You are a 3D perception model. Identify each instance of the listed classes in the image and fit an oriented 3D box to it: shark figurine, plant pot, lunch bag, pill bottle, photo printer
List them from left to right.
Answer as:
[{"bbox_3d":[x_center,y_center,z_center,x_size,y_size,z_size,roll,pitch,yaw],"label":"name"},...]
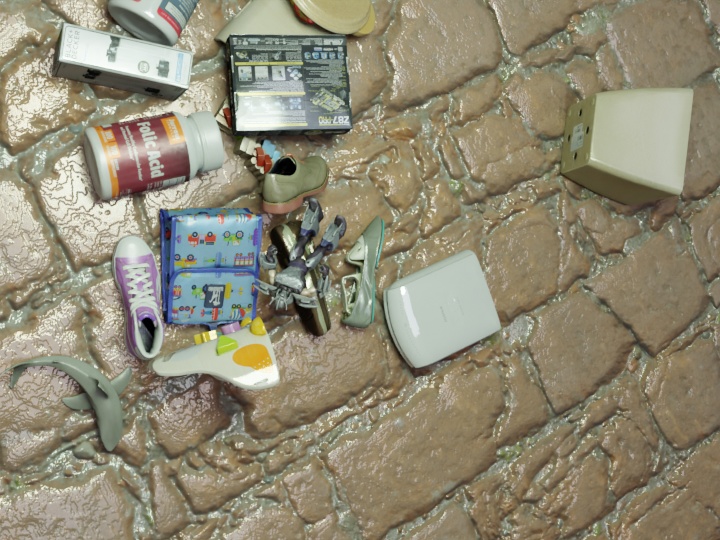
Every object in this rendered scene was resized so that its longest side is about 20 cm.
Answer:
[{"bbox_3d":[-0.433,0.174,1.448,0.214,0.089,0.128,39,74,-19],"label":"shark figurine"},{"bbox_3d":[-0.326,-0.187,1.479,0.199,0.114,0.115,-16,95,-22],"label":"pill bottle"},{"bbox_3d":[-0.304,-0.470,1.489,0.119,0.119,0.201,30,78,-19],"label":"pill bottle"},{"bbox_3d":[-0.248,0.002,1.537,0.150,0.094,0.201,-3,103,-24],"label":"lunch bag"},{"bbox_3d":[0.142,0.073,1.694,0.199,0.069,0.167,-23,98,-21],"label":"photo printer"},{"bbox_3d":[0.495,-0.247,1.787,0.176,0.200,0.201,9,86,-11],"label":"plant pot"}]

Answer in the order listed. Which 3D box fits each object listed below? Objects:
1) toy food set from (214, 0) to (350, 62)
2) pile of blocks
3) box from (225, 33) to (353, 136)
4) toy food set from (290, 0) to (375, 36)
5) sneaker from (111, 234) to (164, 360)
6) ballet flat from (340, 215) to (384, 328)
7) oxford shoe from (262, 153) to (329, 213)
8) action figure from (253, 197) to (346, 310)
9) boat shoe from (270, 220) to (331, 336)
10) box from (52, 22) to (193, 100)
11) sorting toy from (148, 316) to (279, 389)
[{"bbox_3d":[-0.132,-0.376,1.599,0.200,0.060,0.144,43,77,-9],"label":"toy food set"},{"bbox_3d":[-0.170,-0.208,1.572,0.082,0.062,0.200,-38,104,-18],"label":"pile of blocks"},{"bbox_3d":[-0.116,-0.306,1.542,0.199,0.049,0.162,-5,85,-17],"label":"box"},{"bbox_3d":[-0.061,-0.490,1.599,0.200,0.049,0.199,-20,84,-43],"label":"toy food set"},{"bbox_3d":[-0.341,0.041,1.472,0.072,0.114,0.202,-10,92,-21],"label":"sneaker"},{"bbox_3d":[0.000,0.000,1.640,0.063,0.067,0.201,8,86,-14],"label":"ballet flat"},{"bbox_3d":[-0.102,-0.161,1.545,0.070,0.200,0.075,6,117,17],"label":"oxford shoe"},{"bbox_3d":[-0.096,-0.016,1.523,0.130,0.069,0.200,24,60,5],"label":"action figure"},{"bbox_3d":[-0.082,0.009,1.602,0.075,0.075,0.203,-23,98,-27],"label":"boat shoe"},{"bbox_3d":[-0.373,-0.323,1.460,0.199,0.117,0.060,8,87,-21],"label":"box"},{"bbox_3d":[-0.240,0.140,1.471,0.179,0.200,0.107,-10,90,-18],"label":"sorting toy"}]
